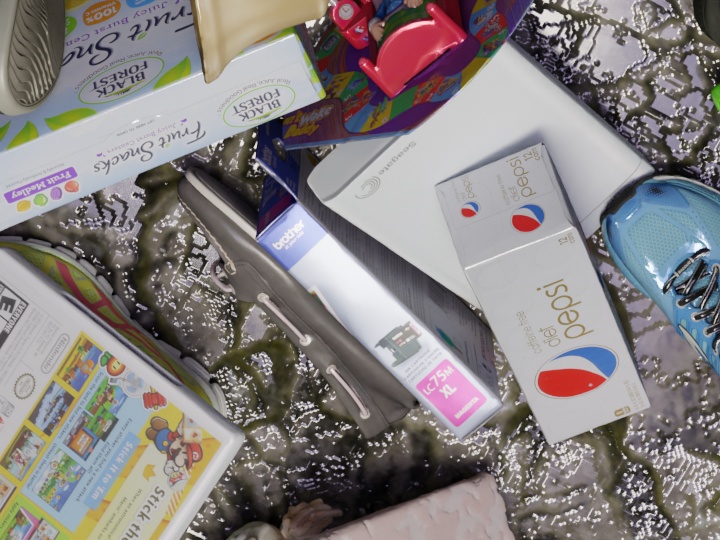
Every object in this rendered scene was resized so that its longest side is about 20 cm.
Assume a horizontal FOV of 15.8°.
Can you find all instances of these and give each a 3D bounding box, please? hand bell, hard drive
[{"bbox_3d":[0.010,-0.162,1.335,0.199,0.104,0.105,-9,107,-5],"label":"hand bell"},{"bbox_3d":[0.072,-0.053,1.457,0.132,0.027,0.200,-43,144,11],"label":"hard drive"}]

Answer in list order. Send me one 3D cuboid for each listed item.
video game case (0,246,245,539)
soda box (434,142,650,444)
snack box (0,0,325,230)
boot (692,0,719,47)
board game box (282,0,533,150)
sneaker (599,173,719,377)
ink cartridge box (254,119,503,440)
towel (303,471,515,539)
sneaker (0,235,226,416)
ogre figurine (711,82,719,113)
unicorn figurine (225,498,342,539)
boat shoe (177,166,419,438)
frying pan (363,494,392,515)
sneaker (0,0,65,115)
[{"bbox_3d":[-0.188,0.119,1.478,0.182,0.023,0.200,37,103,14],"label":"video game case"},{"bbox_3d":[0.106,0.017,1.471,0.068,0.064,0.200,-21,142,6],"label":"soda box"},{"bbox_3d":[-0.129,-0.114,1.436,0.199,0.142,0.053,-22,130,5],"label":"snack box"},{"bbox_3d":[0.235,-0.201,1.427,0.067,0.131,0.201,8,106,-4],"label":"boot"},{"bbox_3d":[0.018,-0.142,1.400,0.039,0.200,0.158,42,67,-25],"label":"board game box"},{"bbox_3d":[0.223,0.023,1.515,0.200,0.090,0.078,43,102,-13],"label":"sneaker"},{"bbox_3d":[0.000,0.000,1.487,0.042,0.119,0.200,-40,104,12],"label":"ink cartridge box"},{"bbox_3d":[0.040,0.233,1.505,0.032,0.191,0.201,-17,90,42],"label":"towel"},{"bbox_3d":[-0.163,0.051,1.514,0.200,0.090,0.078,32,105,-9],"label":"sneaker"},{"bbox_3d":[0.305,-0.060,1.491,0.199,0.098,0.121,-1,95,-13],"label":"ogre figurine"},{"bbox_3d":[-0.104,0.198,1.552,0.199,0.137,0.074,-19,97,-11],"label":"unicorn figurine"},{"bbox_3d":[-0.042,0.023,1.521,0.200,0.067,0.057,42,97,-16],"label":"boat shoe"},{"bbox_3d":[0.073,0.222,1.601,0.189,0.031,0.115,22,100,4],"label":"frying pan"},{"bbox_3d":[-0.221,-0.153,1.413,0.106,0.201,0.075,-9,136,8],"label":"sneaker"}]
